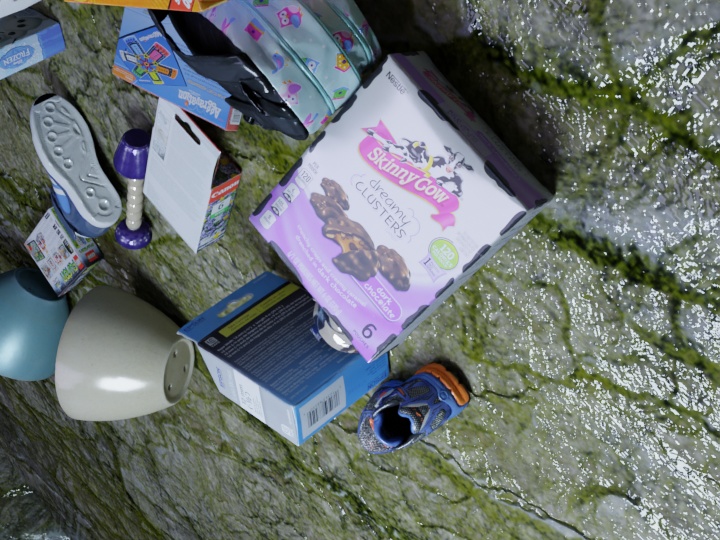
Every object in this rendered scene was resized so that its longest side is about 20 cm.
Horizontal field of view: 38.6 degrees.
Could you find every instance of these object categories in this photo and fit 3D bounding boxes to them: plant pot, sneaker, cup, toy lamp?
[{"bbox_3d":[-0.587,0.074,1.787,0.200,0.200,0.135,43,111,19],"label":"plant pot"},{"bbox_3d":[-0.415,-0.137,1.437,0.146,0.080,0.201,-13,108,57],"label":"sneaker"},{"bbox_3d":[-0.327,0.132,1.494,0.142,0.201,0.201,10,132,15],"label":"cup"},{"bbox_3d":[-0.292,-0.104,1.327,0.058,0.058,0.200,43,145,18],"label":"toy lamp"},{"bbox_3d":[0.038,0.159,1.113,0.075,0.078,0.200,51,148,7],"label":"sneaker"}]

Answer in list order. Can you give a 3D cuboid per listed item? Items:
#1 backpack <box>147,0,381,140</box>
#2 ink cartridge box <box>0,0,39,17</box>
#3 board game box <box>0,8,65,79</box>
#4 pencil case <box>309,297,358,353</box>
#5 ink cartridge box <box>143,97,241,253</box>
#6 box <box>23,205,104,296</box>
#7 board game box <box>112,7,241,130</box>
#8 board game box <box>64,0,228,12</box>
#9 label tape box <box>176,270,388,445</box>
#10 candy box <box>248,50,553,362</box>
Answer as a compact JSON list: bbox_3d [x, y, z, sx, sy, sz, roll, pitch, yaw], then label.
[{"bbox_3d":[-0.076,-0.194,0.863,0.167,0.127,0.200,41,179,-34],"label":"backpack"},{"bbox_3d":[-0.265,-0.293,0.713,0.145,0.085,0.201,-8,110,55],"label":"ink cartridge box"},{"bbox_3d":[-0.520,-0.291,1.323,0.200,0.199,0.044,30,140,35],"label":"board game box"},{"bbox_3d":[0.000,0.000,1.017,0.089,0.078,0.200,30,143,11],"label":"pencil case"},{"bbox_3d":[-0.193,-0.120,1.189,0.109,0.050,0.200,47,146,14],"label":"ink cartridge box"},{"bbox_3d":[-0.485,-0.033,1.667,0.110,0.035,0.200,57,148,-4],"label":"box"},{"bbox_3d":[-0.186,-0.225,1.070,0.200,0.019,0.103,29,111,35],"label":"board game box"},{"bbox_3d":[-0.127,-0.327,0.768,0.199,0.200,0.201,18,133,44],"label":"board game box"},{"bbox_3d":[-0.088,0.092,1.154,0.200,0.143,0.066,26,138,38],"label":"label tape box"},{"bbox_3d":[0.029,-0.053,0.859,0.168,0.071,0.200,49,119,9],"label":"candy box"}]
